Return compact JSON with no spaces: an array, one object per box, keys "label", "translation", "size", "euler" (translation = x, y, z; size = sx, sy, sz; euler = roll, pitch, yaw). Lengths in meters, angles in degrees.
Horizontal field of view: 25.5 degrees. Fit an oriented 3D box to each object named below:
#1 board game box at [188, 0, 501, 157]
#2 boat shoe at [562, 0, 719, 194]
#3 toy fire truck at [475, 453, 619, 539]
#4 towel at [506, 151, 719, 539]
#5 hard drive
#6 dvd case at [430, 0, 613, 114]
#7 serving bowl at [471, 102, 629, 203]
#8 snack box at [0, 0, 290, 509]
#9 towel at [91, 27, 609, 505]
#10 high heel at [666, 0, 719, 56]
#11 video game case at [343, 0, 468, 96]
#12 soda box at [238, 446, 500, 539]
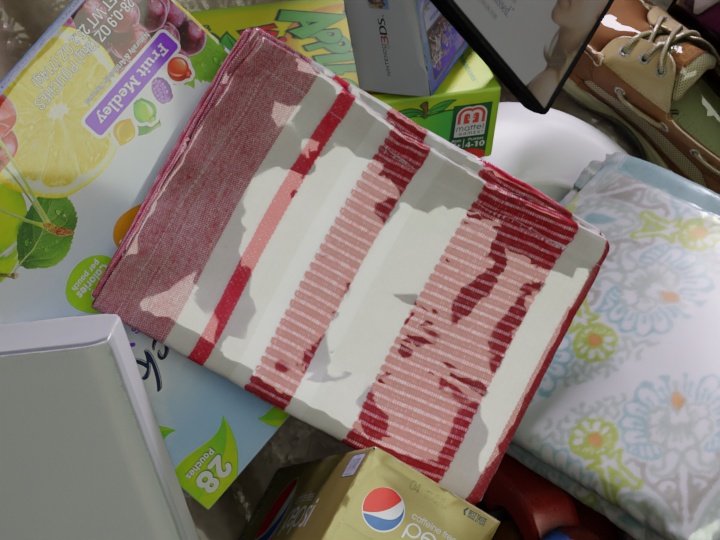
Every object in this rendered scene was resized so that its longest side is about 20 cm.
[{"label":"board game box","translation":[-0.038,-0.096,0.843],"size":[0.200,0.048,0.102],"euler":[-9,43,-15]},{"label":"boat shoe","translation":[0.174,-0.112,0.908],"size":[0.200,0.074,0.076],"euler":[46,67,-4]},{"label":"toy fire truck","translation":[0.097,0.182,0.795],"size":[0.112,0.168,0.200],"euler":[-12,84,-16]},{"label":"towel","translation":[0.142,0.037,0.768],"size":[0.171,0.200,0.048],"euler":[-45,138,-17]},{"label":"hard drive","translation":[-0.145,0.115,0.736],"size":[0.132,0.027,0.200],"euler":[-6,121,14]},{"label":"dvd case","translation":[0.112,-0.194,0.805],"size":[0.018,0.143,0.200],"euler":[27,84,37]},{"label":"serving bowl","translation":[0.092,-0.002,0.877],"size":[0.200,0.066,0.200],"euler":[2,80,-13]},{"label":"snack box","translation":[-0.094,-0.017,0.745],"size":[0.200,0.068,0.169],"euler":[41,85,-18]},{"label":"towel","translation":[0.000,0.000,0.714],"size":[0.200,0.023,0.144],"euler":[29,85,-10]},{"label":"high heel","translation":[0.231,-0.140,0.867],"size":[0.096,0.200,0.067],"euler":[33,97,-1]},{"label":"video game case","translation":[0.041,-0.218,0.814],"size":[0.045,0.181,0.200],"euler":[7,39,25]},{"label":"soda box","translation":[-0.007,0.132,0.760],"size":[0.068,0.200,0.064],"euler":[32,75,-8]}]
